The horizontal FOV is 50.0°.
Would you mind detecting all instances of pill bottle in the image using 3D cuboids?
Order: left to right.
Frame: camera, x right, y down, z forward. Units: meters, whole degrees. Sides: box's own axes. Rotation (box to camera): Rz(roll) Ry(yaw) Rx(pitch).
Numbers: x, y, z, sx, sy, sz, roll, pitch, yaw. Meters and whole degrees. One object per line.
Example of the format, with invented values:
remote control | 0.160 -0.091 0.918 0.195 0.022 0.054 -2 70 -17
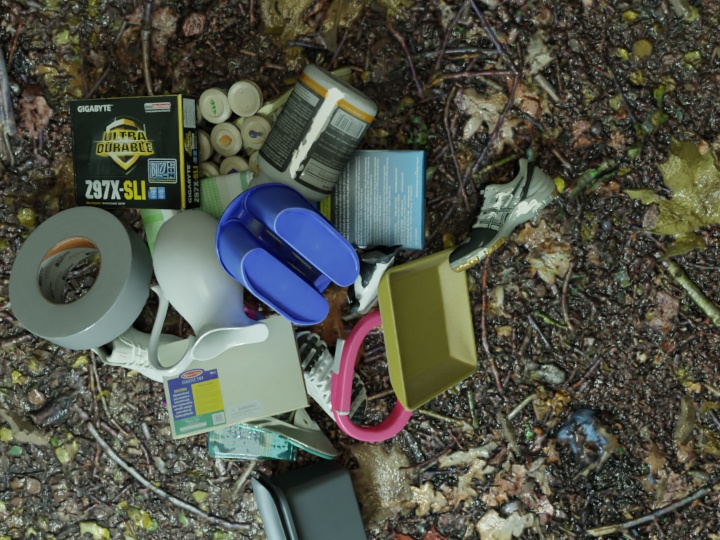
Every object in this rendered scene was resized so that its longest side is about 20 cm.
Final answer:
pill bottle | -0.071 -0.167 1.055 0.116 0.116 0.201 32 104 -3

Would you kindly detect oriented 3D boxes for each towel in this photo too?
towel | -0.231 -0.061 1.157 0.198 0.031 0.151 -8 100 18
towel | -0.167 0.202 1.216 0.145 0.022 0.203 4 98 0

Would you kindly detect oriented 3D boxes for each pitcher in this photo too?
pitcher | -0.236 0.032 1.068 0.170 0.121 0.201 -26 66 1

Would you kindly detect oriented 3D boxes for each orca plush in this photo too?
orca plush | 0.000 0.000 1.110 0.071 0.200 0.105 40 80 9

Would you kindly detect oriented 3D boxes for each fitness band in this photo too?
fitness band | 0.026 0.159 1.162 0.142 0.037 0.203 4 96 -31

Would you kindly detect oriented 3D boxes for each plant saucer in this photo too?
plant saucer | 0.093 0.078 1.131 0.048 0.199 0.203 -2 100 39

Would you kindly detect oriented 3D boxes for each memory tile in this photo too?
memory tile | -0.191 -0.168 1.131 0.151 0.017 0.202 -8 110 17

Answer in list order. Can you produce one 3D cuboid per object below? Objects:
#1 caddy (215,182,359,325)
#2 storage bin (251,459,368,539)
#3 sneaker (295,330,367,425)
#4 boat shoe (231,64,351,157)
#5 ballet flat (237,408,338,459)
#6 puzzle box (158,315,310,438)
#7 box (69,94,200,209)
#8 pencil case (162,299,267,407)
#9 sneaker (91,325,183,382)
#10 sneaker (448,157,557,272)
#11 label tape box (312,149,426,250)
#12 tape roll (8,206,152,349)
caddy | -0.096 -0.023 1.012 0.142 0.105 0.200 -50 129 -2
storage bin | -0.073 0.394 1.194 0.133 0.145 0.202 -17 98 -24
sneaker | -0.060 0.164 1.180 0.075 0.081 0.201 -50 121 -26
boat shoe | -0.094 -0.237 1.133 0.198 0.073 0.063 -25 103 16
ballet flat | -0.120 0.228 1.178 0.198 0.067 0.064 20 86 -3
puzzle box | -0.179 0.148 1.087 0.198 0.025 0.135 -13 78 2
box | -0.329 -0.171 1.124 0.198 0.049 0.162 3 101 22
pencil case | -0.211 0.131 1.150 0.088 0.088 0.201 33 81 -3
sneaker | -0.341 0.128 1.171 0.198 0.099 0.079 22 98 -2
sneaker | 0.195 -0.083 1.146 0.200 0.076 0.088 -42 88 -4
label tape box | -0.001 -0.106 1.147 0.197 0.066 0.145 2 98 10
tape roll | -0.408 0.011 1.127 0.198 0.066 0.203 -5 68 13
